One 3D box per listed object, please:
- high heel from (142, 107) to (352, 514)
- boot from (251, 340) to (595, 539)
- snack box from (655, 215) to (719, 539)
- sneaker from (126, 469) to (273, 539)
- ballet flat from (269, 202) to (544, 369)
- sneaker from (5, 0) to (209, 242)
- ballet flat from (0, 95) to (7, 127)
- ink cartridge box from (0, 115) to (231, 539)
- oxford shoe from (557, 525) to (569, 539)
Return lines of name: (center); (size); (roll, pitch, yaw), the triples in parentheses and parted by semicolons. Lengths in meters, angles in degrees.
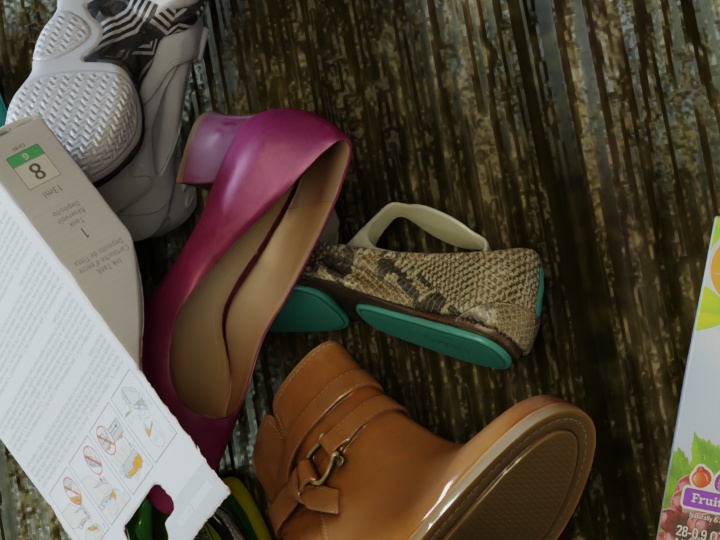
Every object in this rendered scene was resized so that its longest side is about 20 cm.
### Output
high heel: (-0.058, 0.022, 1.215); (0.096, 0.067, 0.201); (10, 94, 48)
boot: (0.018, 0.088, 1.221); (0.200, 0.074, 0.155); (-50, 45, 27)
snack box: (0.251, 0.073, 1.202); (0.200, 0.068, 0.169); (11, 90, 15)
sneaker: (-0.060, 0.188, 1.274); (0.078, 0.085, 0.200); (-36, 79, 11)
ballet flat: (0.000, 0.000, 1.281); (0.200, 0.068, 0.075); (7, 68, 24)
sneaker: (-0.117, -0.094, 1.317); (0.075, 0.115, 0.200); (11, 55, 16)
ballet flat: (-0.201, -0.041, 1.348); (0.070, 0.067, 0.200); (-34, 77, 36)
ink cartridge box: (-0.131, 0.047, 1.224); (0.050, 0.161, 0.200); (-33, 79, -34)
oxford shoe: (0.064, 0.200, 1.257); (0.075, 0.070, 0.201); (-5, 83, 39)
